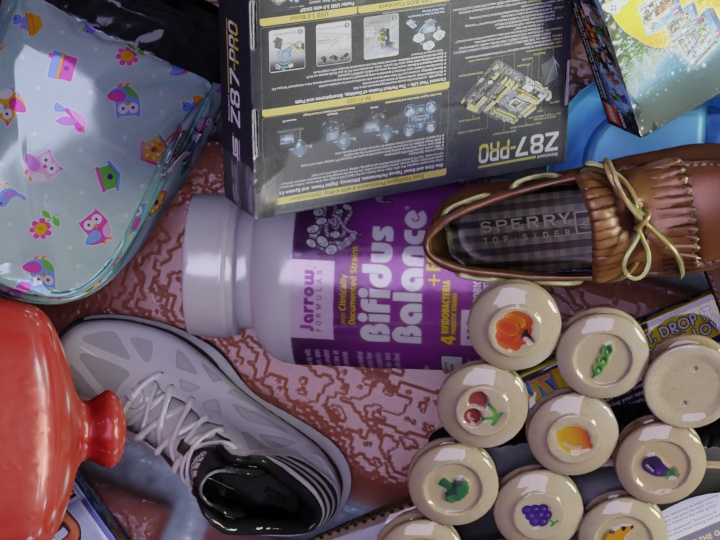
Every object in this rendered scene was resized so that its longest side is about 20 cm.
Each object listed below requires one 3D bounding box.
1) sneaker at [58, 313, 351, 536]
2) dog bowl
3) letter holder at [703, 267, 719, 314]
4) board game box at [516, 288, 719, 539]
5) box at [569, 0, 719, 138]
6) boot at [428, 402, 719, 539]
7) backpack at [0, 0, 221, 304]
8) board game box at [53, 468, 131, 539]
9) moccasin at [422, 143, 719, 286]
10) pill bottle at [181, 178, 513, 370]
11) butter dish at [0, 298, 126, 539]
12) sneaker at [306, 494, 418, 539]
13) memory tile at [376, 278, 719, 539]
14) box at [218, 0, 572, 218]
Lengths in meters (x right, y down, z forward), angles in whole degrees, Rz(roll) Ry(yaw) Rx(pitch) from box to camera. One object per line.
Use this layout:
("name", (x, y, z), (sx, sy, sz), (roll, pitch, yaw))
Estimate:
("sneaker", (-0.098, 0.089, 1.428), (0.200, 0.115, 0.076), (30, 96, 3))
("dog bowl", (0.208, -0.060, 1.424), (0.198, 0.050, 0.112), (1, 94, 6))
("letter holder", (0.281, 0.016, 1.322), (0.142, 0.100, 0.201), (-20, 92, 34))
("board game box", (0.177, 0.113, 1.435), (0.199, 0.057, 0.166), (-23, 89, 7))
("box", (0.207, -0.181, 1.361), (0.199, 0.038, 0.137), (-30, 118, -16))
("boot", (0.143, 0.152, 1.387), (0.199, 0.077, 0.139), (-3, 104, 10))
("backpack", (-0.170, -0.081, 1.420), (0.166, 0.127, 0.201), (26, 99, 0))
("board game box", (-0.197, 0.199, 1.485), (0.135, 0.034, 0.200), (-37, 89, 6))
("moccasin", (0.130, -0.028, 1.287), (0.200, 0.078, 0.074), (0, 103, 20))
("pill bottle", (0.000, 0.000, 1.416), (0.198, 0.112, 0.113), (1, 94, 5))
("butter dish", (-0.206, 0.090, 1.387), (0.147, 0.200, 0.201), (2, 85, -12))
("sneaker", (0.001, 0.205, 1.448), (0.199, 0.070, 0.109), (-25, 86, 13))
("memory tile", (0.105, 0.109, 1.326), (0.152, 0.017, 0.201), (18, 112, -6))
("box", (0.022, -0.124, 1.335), (0.199, 0.049, 0.162), (-12, 113, -24))
